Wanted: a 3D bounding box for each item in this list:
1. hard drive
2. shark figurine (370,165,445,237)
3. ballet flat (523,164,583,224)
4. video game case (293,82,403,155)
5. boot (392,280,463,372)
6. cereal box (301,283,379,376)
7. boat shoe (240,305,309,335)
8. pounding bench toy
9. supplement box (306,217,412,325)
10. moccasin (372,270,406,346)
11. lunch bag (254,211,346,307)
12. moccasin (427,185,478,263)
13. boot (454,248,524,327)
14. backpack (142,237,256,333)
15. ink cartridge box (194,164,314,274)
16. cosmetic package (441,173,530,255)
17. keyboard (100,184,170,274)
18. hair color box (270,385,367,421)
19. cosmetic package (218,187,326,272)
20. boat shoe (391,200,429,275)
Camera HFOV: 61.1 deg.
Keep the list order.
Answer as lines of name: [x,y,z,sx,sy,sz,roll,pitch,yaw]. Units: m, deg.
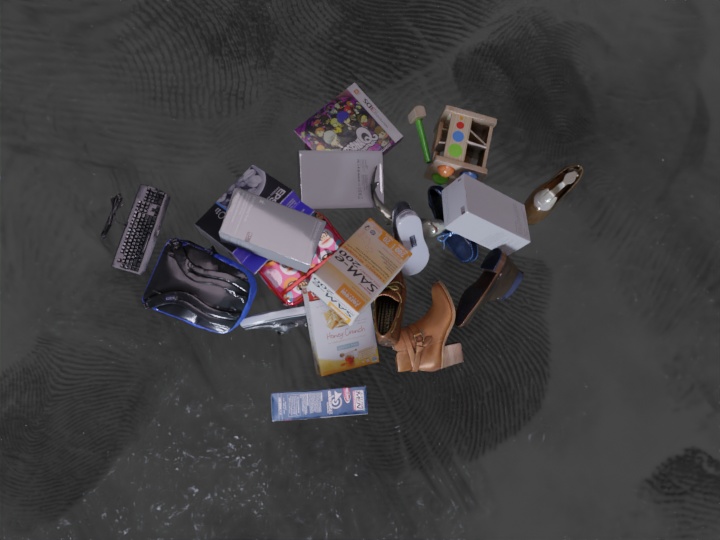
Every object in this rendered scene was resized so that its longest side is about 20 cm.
hard drive: [-0.044,-0.209,1.404,0.199,0.026,0.132,-4,95,-19]
shark figurine: [0.095,-0.137,1.423,0.214,0.128,0.090,35,44,2]
ballet flat: [0.470,-0.191,1.478,0.200,0.072,0.068,-39,85,-12]
video game case: [-0.028,-0.323,1.461,0.200,0.036,0.181,-41,87,-12]
boot: [0.139,0.128,1.376,0.154,0.074,0.201,-9,75,-3]
cereal box: [-0.042,0.116,1.332,0.143,0.040,0.201,-11,94,-24]
boat shoe: [-0.163,0.113,1.343,0.199,0.069,0.057,-9,90,-8]
pounding bench toy: [0.196,-0.287,1.437,0.199,0.124,0.157,14,78,-4]
supplement box: [0.000,0.000,1.296,0.126,0.074,0.200,40,60,4]
moccasin: [0.059,0.065,1.358,0.073,0.078,0.202,3,61,17]
lunch bag: [-0.123,-0.014,1.370,0.200,0.082,0.176,-38,89,-11]
moccasin: [0.202,-0.105,1.422,0.080,0.068,0.200,-35,75,23]
boot: [0.300,0.058,1.399,0.097,0.075,0.200,32,90,-24]
backpack: [-0.319,0.033,1.284,0.199,0.168,0.163,22,93,1]
ink cartridge box: [-0.237,-0.118,1.350,0.200,0.043,0.198,34,75,29]
cosmetic package: [0.285,-0.124,1.385,0.200,0.081,0.113,21,52,-26]
keyboard: [-0.515,-0.100,1.366,0.127,0.021,0.201,15,76,-4]
hair color box: [-0.089,0.283,1.300,0.199,0.100,0.061,-3,80,-7]
cosmetic package: [-0.182,-0.081,1.269,0.199,0.090,0.107,18,76,-5]
boat shoe: [0.105,-0.072,1.367,0.072,0.200,0.068,-20,49,-2]
